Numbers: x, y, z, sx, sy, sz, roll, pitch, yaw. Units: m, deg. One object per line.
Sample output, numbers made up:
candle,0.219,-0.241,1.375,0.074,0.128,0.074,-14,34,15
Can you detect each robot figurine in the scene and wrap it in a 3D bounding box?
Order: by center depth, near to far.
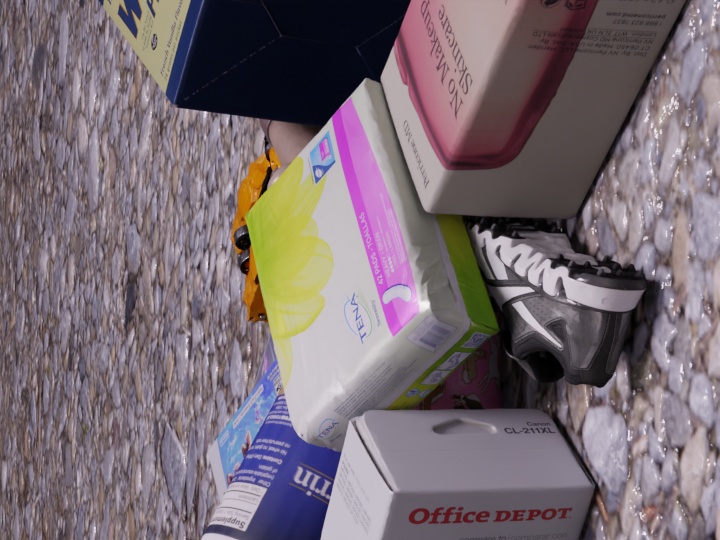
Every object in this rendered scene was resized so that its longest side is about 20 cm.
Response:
robot figurine,-0.062,-0.056,1.717,0.201,0.058,0.146,115,150,-46

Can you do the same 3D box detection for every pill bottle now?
pill bottle,-0.044,0.182,1.436,0.201,0.115,0.116,-62,13,-20

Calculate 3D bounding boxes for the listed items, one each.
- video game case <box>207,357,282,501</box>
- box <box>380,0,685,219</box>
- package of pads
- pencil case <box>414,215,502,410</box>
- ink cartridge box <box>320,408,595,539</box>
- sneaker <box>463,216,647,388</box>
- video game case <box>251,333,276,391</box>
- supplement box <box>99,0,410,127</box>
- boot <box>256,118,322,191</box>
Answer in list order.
video game case,-0.062,0.193,1.726,0.200,0.045,0.182,-53,48,54
box,0.102,-0.145,1.261,0.201,0.108,0.128,113,149,-43
package of pads,0.000,0.000,1.339,0.155,0.068,0.201,-46,44,35
pencil case,0.055,0.057,1.396,0.083,0.086,0.202,137,132,-76
ink cartridge box,0.050,0.196,1.322,0.083,0.145,0.201,-121,38,-52
sneaker,0.110,0.021,1.288,0.200,0.066,0.091,-146,62,-63
video game case,-0.058,0.105,1.797,0.143,0.019,0.201,-110,28,-44
supplement box,-0.067,-0.214,1.550,0.200,0.199,0.135,53,130,51
boot,-0.038,-0.083,1.540,0.070,0.200,0.147,-44,58,13
